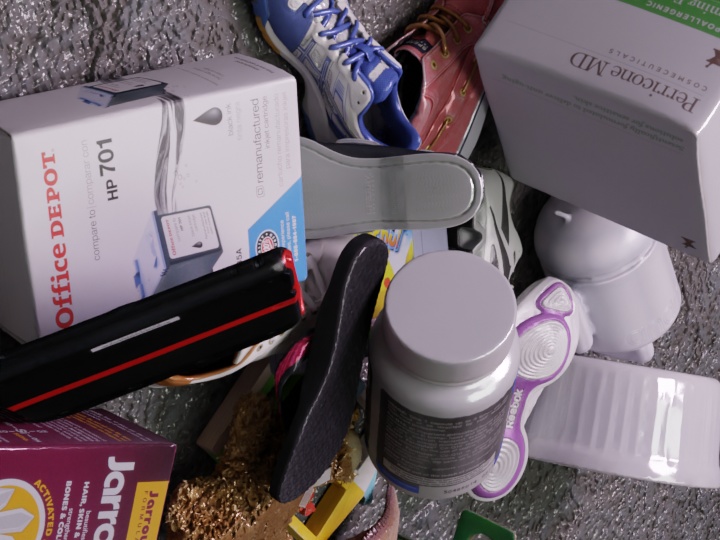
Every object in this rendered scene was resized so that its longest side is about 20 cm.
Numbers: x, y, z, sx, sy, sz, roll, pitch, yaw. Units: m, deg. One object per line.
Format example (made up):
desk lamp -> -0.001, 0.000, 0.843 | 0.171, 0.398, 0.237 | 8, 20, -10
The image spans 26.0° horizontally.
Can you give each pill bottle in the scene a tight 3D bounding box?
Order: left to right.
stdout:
pill bottle -> 0.061, 0.079, 1.173 | 0.114, 0.113, 0.201 | -46, 159, -27

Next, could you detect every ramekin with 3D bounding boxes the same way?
ramekin -> 0.236, 0.133, 1.429 | 0.200, 0.200, 0.098 | 12, 86, -48

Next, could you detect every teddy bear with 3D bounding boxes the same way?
teddy bear -> -0.072, 0.156, 1.173 | 0.200, 0.067, 0.145 | -50, 144, -20

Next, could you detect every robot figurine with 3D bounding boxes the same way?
robot figurine -> 0.226, -0.005, 1.428 | 0.170, 0.112, 0.201 | -57, 137, -32

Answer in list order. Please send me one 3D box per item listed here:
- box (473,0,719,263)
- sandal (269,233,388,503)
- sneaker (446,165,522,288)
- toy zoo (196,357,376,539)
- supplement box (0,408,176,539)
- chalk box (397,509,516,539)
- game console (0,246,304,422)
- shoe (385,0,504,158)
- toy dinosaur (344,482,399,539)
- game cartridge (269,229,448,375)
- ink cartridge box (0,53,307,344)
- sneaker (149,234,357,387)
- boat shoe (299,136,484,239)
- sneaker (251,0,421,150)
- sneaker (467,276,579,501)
box -> 0.224, -0.151, 1.233 | 0.172, 0.198, 0.200 | -56, 153, -16
sandal -> -0.030, 0.067, 1.113 | 0.075, 0.045, 0.201 | 2, 106, -65
sneaker -> 0.102, 0.010, 1.328 | 0.088, 0.074, 0.202 | -8, 109, -44
toy zoo -> -0.039, 0.138, 1.257 | 0.132, 0.020, 0.200 | -56, 135, -19
supplement box -> -0.227, 0.152, 1.008 | 0.199, 0.085, 0.111 | 6, 98, -48
chalk box -> 0.079, 0.314, 1.367 | 0.124, 0.124, 0.201 | 36, 77, -47
game console -> -0.131, 0.040, 0.957 | 0.199, 0.031, 0.177 | -22, 167, -3
shoe -> 0.069, -0.180, 1.229 | 0.091, 0.071, 0.201 | 7, 102, -54
toy dinosaur -> -0.009, 0.264, 1.276 | 0.135, 0.086, 0.201 | 23, 87, -43
game cartridge -> 0.000, 0.000, 1.225 | 0.199, 0.040, 0.134 | -12, 96, -46
ink cartridge box -> -0.141, -0.046, 1.010 | 0.199, 0.086, 0.147 | -17, 116, -32
sneaker -> -0.066, 0.033, 1.101 | 0.199, 0.085, 0.073 | -27, 101, -19
boat shoe -> -0.010, -0.058, 1.130 | 0.060, 0.198, 0.076 | -44, 141, -84
sneaker -> -0.010, -0.161, 1.138 | 0.075, 0.088, 0.201 | -49, 133, -26
sneaker -> 0.121, 0.095, 1.363 | 0.075, 0.100, 0.201 | 23, 92, -22
